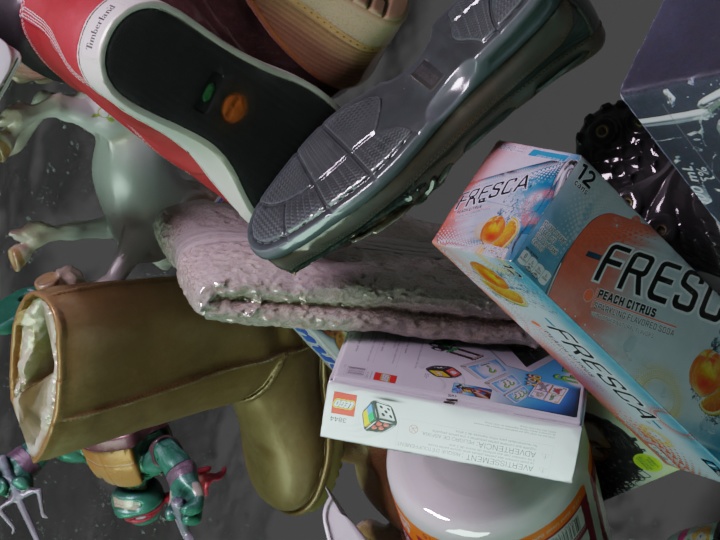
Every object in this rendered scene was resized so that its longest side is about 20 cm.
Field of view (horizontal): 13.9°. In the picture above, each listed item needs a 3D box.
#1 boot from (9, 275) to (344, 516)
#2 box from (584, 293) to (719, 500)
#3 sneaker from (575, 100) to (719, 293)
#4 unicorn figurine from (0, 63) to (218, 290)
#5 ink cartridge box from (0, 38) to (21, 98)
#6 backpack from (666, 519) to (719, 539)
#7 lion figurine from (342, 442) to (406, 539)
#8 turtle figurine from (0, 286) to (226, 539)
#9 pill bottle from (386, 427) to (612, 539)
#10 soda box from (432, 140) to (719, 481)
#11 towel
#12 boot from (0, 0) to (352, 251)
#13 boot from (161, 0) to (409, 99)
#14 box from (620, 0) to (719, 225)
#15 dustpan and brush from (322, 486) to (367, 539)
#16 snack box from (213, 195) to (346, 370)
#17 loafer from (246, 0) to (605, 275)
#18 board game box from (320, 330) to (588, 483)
[{"bbox_3d":[-0.102,0.073,1.630,0.066,0.199,0.176,24,119,45],"label":"boot"},{"bbox_3d":[0.158,0.069,1.599,0.075,0.050,0.200,37,146,-14],"label":"box"},{"bbox_3d":[0.192,-0.016,1.446,0.199,0.072,0.072,31,175,10],"label":"sneaker"},{"bbox_3d":[-0.130,-0.044,1.613,0.074,0.137,0.201,45,149,44],"label":"unicorn figurine"},{"bbox_3d":[-0.261,-0.110,1.486,0.145,0.083,0.200,30,177,-13],"label":"ink cartridge box"},{"bbox_3d":[0.246,0.221,1.661,0.177,0.151,0.200,43,150,-23],"label":"backpack"},{"bbox_3d":[0.021,0.119,1.745,0.200,0.073,0.122,41,160,-32],"label":"lion figurine"},{"bbox_3d":[-0.163,0.107,1.853,0.149,0.101,0.201,-7,119,22],"label":"turtle figurine"},{"bbox_3d":[0.084,0.151,1.622,0.109,0.110,0.200,13,147,23],"label":"pill bottle"},{"bbox_3d":[0.127,0.022,1.420,0.200,0.064,0.068,42,165,-32],"label":"soda box"},{"bbox_3d":[0.000,0.000,1.517,0.199,0.133,0.035,4,106,-14],"label":"towel"},{"bbox_3d":[-0.089,-0.085,1.472,0.200,0.073,0.144,37,172,-36],"label":"boot"},{"bbox_3d":[-0.088,-0.143,1.476,0.200,0.073,0.166,35,145,-16],"label":"boot"},{"bbox_3d":[0.257,-0.065,1.277,0.196,0.124,0.200,-8,132,46],"label":"box"},{"bbox_3d":[0.025,0.230,1.688,0.200,0.057,0.140,52,176,17],"label":"dustpan and brush"},{"bbox_3d":[-0.002,0.015,1.625,0.200,0.072,0.024,48,162,-27],"label":"snack box"},{"bbox_3d":[0.035,-0.064,1.407,0.063,0.200,0.072,41,-170,-32],"label":"loafer"},{"bbox_3d":[0.055,0.048,1.512,0.126,0.200,0.035,11,108,4],"label":"board game box"}]
